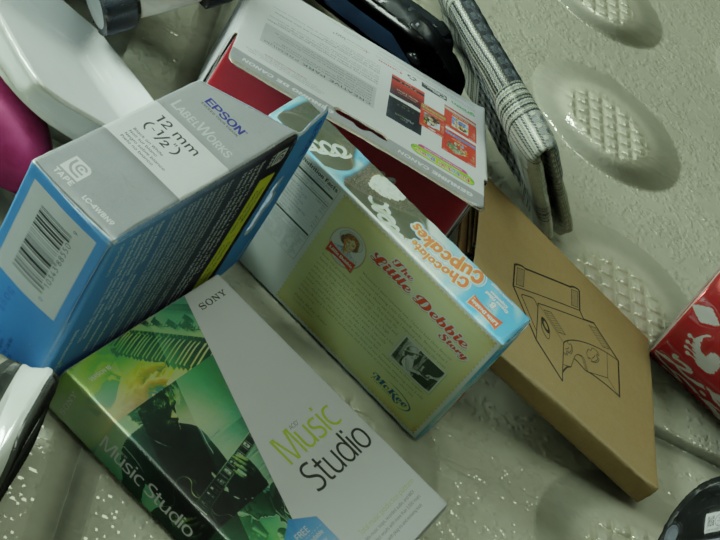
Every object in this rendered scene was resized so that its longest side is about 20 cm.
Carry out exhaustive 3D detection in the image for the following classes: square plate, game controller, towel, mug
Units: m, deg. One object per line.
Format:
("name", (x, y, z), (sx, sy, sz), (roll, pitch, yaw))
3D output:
("square plate", (-0.183, -0.126, 0.871), (0.200, 0.028, 0.198), (53, 8, 31))
("game controller", (0.003, -0.203, 1.111), (0.042, 0.104, 0.200), (-43, 61, -10))
("towel", (0.103, -0.127, 1.086), (0.193, 0.035, 0.200), (63, 4, 21))
("mug", (0.326, 0.094, 1.091), (0.200, 0.178, 0.133), (40, 73, 9))

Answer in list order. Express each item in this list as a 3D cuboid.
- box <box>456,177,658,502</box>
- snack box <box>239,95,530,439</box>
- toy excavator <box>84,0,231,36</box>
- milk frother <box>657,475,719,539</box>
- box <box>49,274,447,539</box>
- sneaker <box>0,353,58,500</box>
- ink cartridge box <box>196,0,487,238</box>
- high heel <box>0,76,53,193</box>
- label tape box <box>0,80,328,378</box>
("box", (0.138, 0.045, 0.991), (0.200, 0.021, 0.164), (43, 32, -24))
("snack box", (0.000, 0.000, 0.890), (0.200, 0.116, 0.037), (45, 46, 8))
("toy excavator", (-0.140, -0.255, 0.926), (0.100, 0.200, 0.194), (-20, 39, -20))
("milk frother", (0.286, 0.256, 0.876), (0.188, 0.180, 0.200), (24, 82, -17))
("box", (-0.060, 0.104, 0.802), (0.200, 0.036, 0.144), (43, 37, 8))
("sneaker", (-0.228, 0.093, 0.660), (0.115, 0.076, 0.201), (25, 31, -4))
("ink cartridge box", (-0.016, -0.098, 0.983), (0.200, 0.084, 0.176), (30, 26, -11))
("high heel", (-0.264, -0.106, 0.825), (0.200, 0.067, 0.096), (39, 26, 25))
("label tape box", (-0.118, -0.029, 0.795), (0.066, 0.143, 0.200), (42, 40, 7))
